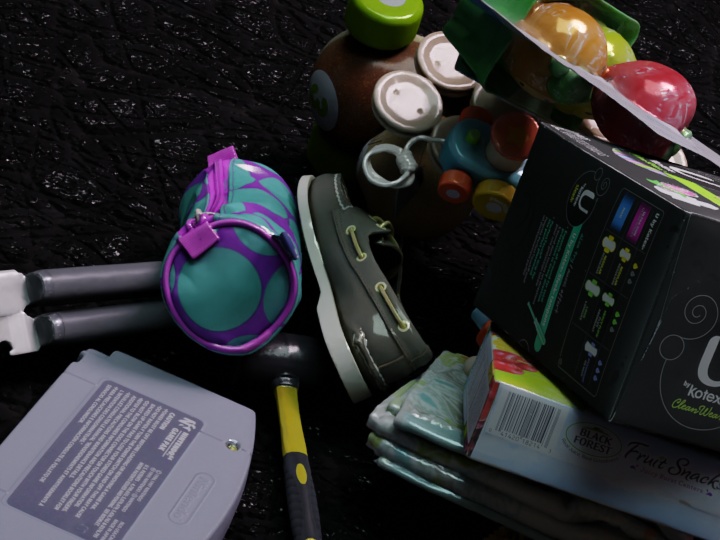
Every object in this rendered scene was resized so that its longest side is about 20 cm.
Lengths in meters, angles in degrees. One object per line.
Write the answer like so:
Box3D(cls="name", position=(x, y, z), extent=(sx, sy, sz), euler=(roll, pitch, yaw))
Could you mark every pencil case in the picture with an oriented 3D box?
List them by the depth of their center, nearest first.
Box3D(cls="pencil case", position=(-0.080, -0.015, 1.294), extent=(0.085, 0.093, 0.200), euler=(-21, 14, 3))

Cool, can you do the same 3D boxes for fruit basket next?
Box3D(cls="fruit basket", position=(0.152, -0.113, 1.290), extent=(0.200, 0.094, 0.185), euler=(46, 16, 30))

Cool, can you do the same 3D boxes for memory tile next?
Box3D(cls="memory tile", position=(0.117, -0.093, 1.381), extent=(0.200, 0.017, 0.153), euler=(40, 56, 6))

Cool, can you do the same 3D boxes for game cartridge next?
Box3D(cls="game cartridge", position=(-0.139, 0.123, 1.149), extent=(0.133, 0.041, 0.200), euler=(20, 32, 9))

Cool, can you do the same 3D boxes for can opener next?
Box3D(cls="can opener", position=(-0.198, 0.025, 1.244), extent=(0.200, 0.066, 0.053), euler=(-7, 83, -44))

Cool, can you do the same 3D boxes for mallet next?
Box3D(cls="mallet", position=(-0.050, 0.107, 1.221), extent=(0.066, 0.041, 0.200), euler=(11, 37, -10))

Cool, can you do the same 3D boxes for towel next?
Box3D(cls="towel", position=(0.114, 0.114, 1.236), extent=(0.200, 0.048, 0.171), euler=(24, 16, 11))

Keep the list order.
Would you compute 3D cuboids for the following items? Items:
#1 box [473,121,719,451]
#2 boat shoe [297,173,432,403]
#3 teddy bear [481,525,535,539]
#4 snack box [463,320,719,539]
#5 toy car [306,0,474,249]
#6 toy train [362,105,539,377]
Box3D(cls="box", position=(0.180, 0.012, 1.145), extent=(0.148, 0.124, 0.200), euler=(15, 12, -23))
Box3D(cls="boat shoe", position=(0.001, 0.002, 1.315), extent=(0.060, 0.072, 0.202), euler=(-22, 41, 6))
Box3D(cls="teddy bear", position=(0.075, 0.195, 1.117), extent=(0.200, 0.067, 0.145), euler=(-13, 41, -41))
Box3D(cls="snack box", position=(0.160, 0.098, 1.157), extent=(0.200, 0.053, 0.142), euler=(20, 13, -1))
Box3D(cls="toy car", position=(0.025, -0.078, 1.440), extent=(0.158, 0.164, 0.200), euler=(18, 44, 0))
Box3D(cls="toy train", position=(0.097, -0.025, 1.290), extent=(0.150, 0.056, 0.200), euler=(-24, 72, -30))
